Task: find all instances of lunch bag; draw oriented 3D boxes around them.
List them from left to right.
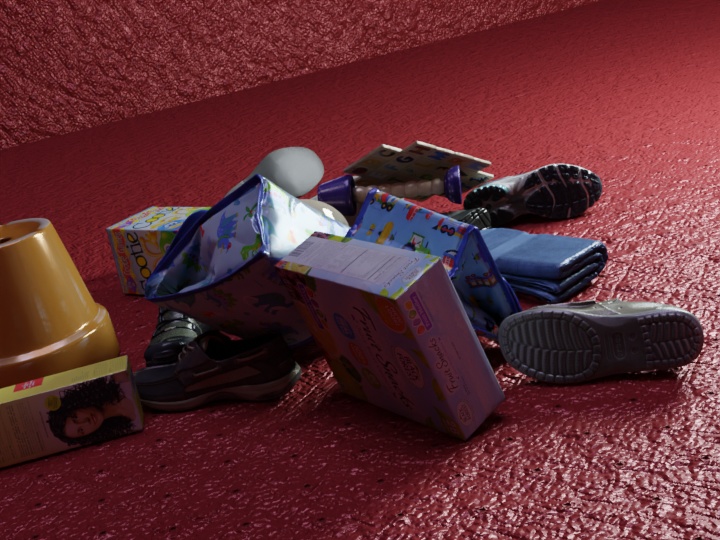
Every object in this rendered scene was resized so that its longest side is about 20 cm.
[{"bbox_3d":[-0.113,0.008,1.196,0.199,0.169,0.129,-33,46,33],"label":"lunch bag"},{"bbox_3d":[0.089,0.019,1.152,0.150,0.200,0.095,24,78,42],"label":"lunch bag"}]

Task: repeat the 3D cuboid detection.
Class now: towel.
[{"bbox_3d":[0.197,-0.010,1.337,0.111,0.049,0.199,-26,22,-35],"label":"towel"}]

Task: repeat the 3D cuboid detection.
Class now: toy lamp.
[{"bbox_3d":[0.040,-0.109,1.510,0.196,0.059,0.058,-3,19,7],"label":"toy lamp"}]

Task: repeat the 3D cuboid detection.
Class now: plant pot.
[{"bbox_3d":[-0.420,0.042,1.361,0.197,0.186,0.201,-11,18,4],"label":"plant pot"}]

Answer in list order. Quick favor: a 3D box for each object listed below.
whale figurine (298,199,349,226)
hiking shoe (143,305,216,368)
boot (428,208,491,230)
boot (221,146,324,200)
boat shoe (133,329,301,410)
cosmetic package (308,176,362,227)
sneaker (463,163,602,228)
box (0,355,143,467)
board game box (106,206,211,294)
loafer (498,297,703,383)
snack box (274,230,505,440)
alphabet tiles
[{"bbox_3d":[-0.105,-0.013,1.455,0.197,0.159,0.105,-19,59,18],"label":"whale figurine"},{"bbox_3d":[-0.225,0.054,1.324,0.074,0.102,0.200,-12,14,6],"label":"hiking shoe"},{"bbox_3d":[0.075,-0.041,1.498,0.198,0.069,0.130,-18,13,-40],"label":"boot"},{"bbox_3d":[-0.132,-0.108,1.519,0.199,0.074,0.075,-37,-2,-38],"label":"boot"},{"bbox_3d":[-0.162,0.101,1.200,0.197,0.074,0.075,-8,19,12],"label":"boat shoe"},{"bbox_3d":[-0.031,-0.074,1.626,0.102,0.074,0.199,6,25,40],"label":"cosmetic package"},{"bbox_3d":[0.246,-0.116,1.570,0.197,0.079,0.086,-7,16,14],"label":"sneaker"},{"bbox_3d":[-0.335,0.154,1.159,0.197,0.076,0.050,-15,18,-6],"label":"box"},{"bbox_3d":[-0.257,-0.029,1.589,0.198,0.105,0.105,2,23,36],"label":"board game box"},{"bbox_3d":[0.234,0.067,1.073,0.197,0.077,0.070,0,9,19],"label":"loafer"},{"bbox_3d":[0.025,0.058,1.047,0.068,0.170,0.199,-41,29,-25],"label":"snack box"},{"bbox_3d":[0.083,-0.137,1.549,0.198,0.006,0.166,11,-21,-33],"label":"alphabet tiles"}]
